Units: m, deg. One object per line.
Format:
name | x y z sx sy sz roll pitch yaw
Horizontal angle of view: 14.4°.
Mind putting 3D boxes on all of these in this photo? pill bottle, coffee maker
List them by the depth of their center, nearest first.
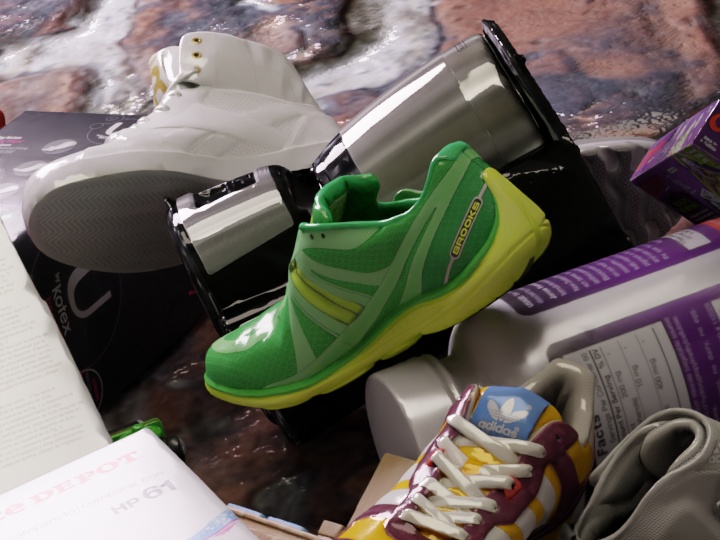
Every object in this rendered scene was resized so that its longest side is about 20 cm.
pill bottle | 0.109 0.054 1.318 0.200 0.112 0.111 -19 26 -14
coffee maker | 0.029 0.003 1.415 0.200 0.192 0.135 -31 -13 4

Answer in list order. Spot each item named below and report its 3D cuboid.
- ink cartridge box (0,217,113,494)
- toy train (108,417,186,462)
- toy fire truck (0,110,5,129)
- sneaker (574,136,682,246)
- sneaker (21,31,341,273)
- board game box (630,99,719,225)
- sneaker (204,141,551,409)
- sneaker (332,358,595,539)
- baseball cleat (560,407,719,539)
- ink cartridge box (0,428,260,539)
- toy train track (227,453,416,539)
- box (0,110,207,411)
ink cartridge box | -0.188 0.070 1.365 0.109 0.050 0.200 -20 64 -17
toy train | -0.183 0.118 1.403 0.200 0.042 0.056 -19 16 -15
toy fire truck | -0.263 -0.029 1.684 0.200 0.112 0.168 -9 0 10
sneaker | 0.081 -0.040 1.564 0.200 0.075 0.082 -12 27 2
sneaker | -0.103 -0.066 1.493 0.200 0.074 0.116 -7 48 -33
board game box | 0.198 -0.029 1.367 0.120 0.032 0.200 29 -4 -1
sneaker | 0.000 0.000 1.298 0.200 0.084 0.074 -31 4 36
sneaker | 0.041 0.093 1.160 0.075 0.090 0.200 23 22 15
baseball cleat | 0.177 0.096 1.208 0.200 0.107 0.070 -25 33 -21
ink cartridge box | -0.107 0.164 1.213 0.144 0.085 0.200 -24 28 -18
toy train track | -0.024 0.135 1.297 0.200 0.033 0.115 12 69 52
box | -0.180 0.009 1.523 0.106 0.122 0.200 4 30 30
